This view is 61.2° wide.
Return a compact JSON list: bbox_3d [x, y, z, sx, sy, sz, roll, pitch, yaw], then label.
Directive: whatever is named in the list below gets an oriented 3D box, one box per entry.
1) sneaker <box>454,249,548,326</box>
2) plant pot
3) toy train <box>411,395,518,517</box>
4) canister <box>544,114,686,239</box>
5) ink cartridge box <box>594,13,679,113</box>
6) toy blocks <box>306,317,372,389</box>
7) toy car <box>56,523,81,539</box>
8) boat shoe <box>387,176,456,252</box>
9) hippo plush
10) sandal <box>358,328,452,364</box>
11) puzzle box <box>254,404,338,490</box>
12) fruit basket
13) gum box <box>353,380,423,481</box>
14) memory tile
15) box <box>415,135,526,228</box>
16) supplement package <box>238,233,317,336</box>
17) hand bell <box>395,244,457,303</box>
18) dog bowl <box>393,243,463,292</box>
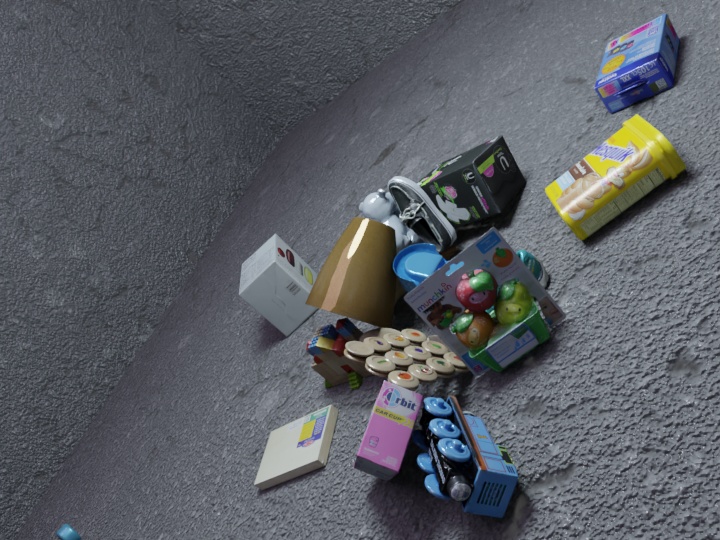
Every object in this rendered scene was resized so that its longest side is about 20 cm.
[{"bbox_3d":[0.236,0.044,1.080,0.200,0.080,0.078,-44,23,8],"label":"sneaker"},{"bbox_3d":[0.000,0.000,1.253,0.186,0.184,0.203,7,81,62],"label":"plant pot"},{"bbox_3d":[0.142,0.255,0.862,0.200,0.112,0.088,-105,31,-71],"label":"toy train"},{"bbox_3d":[0.433,-0.159,1.058,0.199,0.086,0.149,-40,24,20],"label":"canister"},{"bbox_3d":[0.566,-0.413,1.248,0.136,0.076,0.202,-19,37,48],"label":"ink cartridge box"},{"bbox_3d":[-0.048,0.172,1.292,0.199,0.137,0.101,-24,31,42],"label":"toy blocks"},{"bbox_3d":[-0.722,0.767,1.498,0.198,0.178,0.185,0,38,44],"label":"toy car"},{"bbox_3d":[0.122,-0.120,1.338,0.068,0.200,0.074,-35,-6,-38],"label":"boat shoe"},{"bbox_3d":[0.055,-0.098,1.435,0.198,0.162,0.159,-20,-14,-41],"label":"hippo plush"},{"bbox_3d":[0.100,0.158,1.166,0.209,0.069,0.079,-2,69,32],"label":"sandal"},{"bbox_3d":[-0.133,0.369,1.269,0.199,0.025,0.134,-31,28,33],"label":"puzzle box"},{"bbox_3d":[0.199,0.061,0.965,0.184,0.200,0.094,-38,23,18],"label":"fruit basket"},{"bbox_3d":[0.040,0.259,0.960,0.201,0.065,0.115,96,-166,-67],"label":"gum box"},{"bbox_3d":[0.081,0.144,1.024,0.152,0.198,0.017,27,113,38],"label":"memory tile"},{"bbox_3d":[0.236,-0.186,1.353,0.199,0.125,0.148,-17,20,49],"label":"box"},{"bbox_3d":[-0.229,0.039,1.750,0.147,0.191,0.201,-40,24,11],"label":"supplement package"},{"bbox_3d":[0.128,0.001,1.361,0.198,0.105,0.104,-29,26,7],"label":"hand bell"},{"bbox_3d":[0.160,0.010,1.195,0.197,0.050,0.112,13,47,28],"label":"dog bowl"}]
